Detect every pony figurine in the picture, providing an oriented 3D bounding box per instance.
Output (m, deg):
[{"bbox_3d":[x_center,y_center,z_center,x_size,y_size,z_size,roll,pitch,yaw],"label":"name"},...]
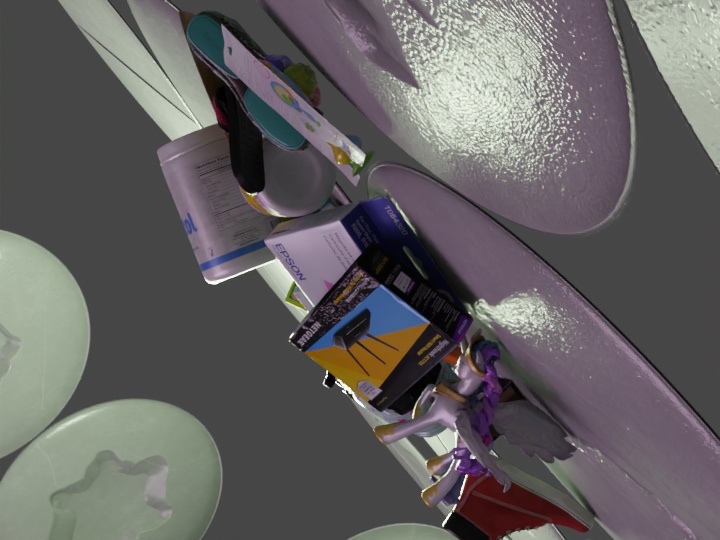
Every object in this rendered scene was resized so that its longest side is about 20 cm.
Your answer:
[{"bbox_3d":[0.131,0.190,1.525,0.166,0.200,0.193,-10,-124,-50],"label":"pony figurine"}]

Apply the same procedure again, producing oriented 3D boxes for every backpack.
[{"bbox_3d":[0.062,0.149,1.868,0.127,0.167,0.200,36,-179,-43],"label":"backpack"}]

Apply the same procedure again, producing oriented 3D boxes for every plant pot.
[{"bbox_3d":[-0.181,-0.238,1.630,0.200,0.027,0.200,-21,-90,-90],"label":"plant pot"}]

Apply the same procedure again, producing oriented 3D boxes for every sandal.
[{"bbox_3d":[-0.148,-0.177,1.514,0.075,0.045,0.200,35,-136,-52],"label":"sandal"}]

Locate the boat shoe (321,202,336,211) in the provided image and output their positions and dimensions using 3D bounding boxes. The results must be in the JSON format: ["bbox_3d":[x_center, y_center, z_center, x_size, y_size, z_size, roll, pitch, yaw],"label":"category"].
[{"bbox_3d":[0.000,0.000,1.764,0.200,0.066,0.072,53,172,-15],"label":"boat shoe"}]

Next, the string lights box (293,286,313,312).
[{"bbox_3d":[0.009,0.040,1.675,0.200,0.059,0.103,-9,123,54],"label":"string lights box"}]

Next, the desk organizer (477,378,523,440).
[{"bbox_3d":[0.170,0.192,1.697,0.077,0.072,0.200,49,172,-5],"label":"desk organizer"}]

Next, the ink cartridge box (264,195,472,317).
[{"bbox_3d":[0.007,0.012,1.544,0.200,0.043,0.196,-12,121,48],"label":"ink cartridge box"}]

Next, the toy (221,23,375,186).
[{"bbox_3d":[-0.060,-0.182,1.348,0.200,0.047,0.115,46,168,6],"label":"toy"}]

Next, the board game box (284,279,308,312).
[{"bbox_3d":[-0.043,0.048,1.971,0.101,0.048,0.200,24,-179,9],"label":"board game box"}]

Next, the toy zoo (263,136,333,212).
[{"bbox_3d":[-0.078,-0.113,1.838,0.200,0.020,0.131,53,172,-17],"label":"toy zoo"}]

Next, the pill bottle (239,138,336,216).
[{"bbox_3d":[-0.098,-0.120,1.626,0.104,0.104,0.200,52,172,-10],"label":"pill bottle"}]

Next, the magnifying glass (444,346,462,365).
[{"bbox_3d":[0.087,0.097,1.750,0.200,0.080,0.022,22,151,51],"label":"magnifying glass"}]

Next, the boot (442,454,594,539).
[{"bbox_3d":[0.214,0.350,1.758,0.200,0.144,0.072,27,174,-15],"label":"boot"}]

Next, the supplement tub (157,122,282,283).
[{"bbox_3d":[-0.187,-0.094,1.770,0.132,0.132,0.200,163,85,-81],"label":"supplement tub"}]

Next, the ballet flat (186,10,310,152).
[{"bbox_3d":[-0.115,-0.219,1.467,0.200,0.074,0.074,51,172,4],"label":"ballet flat"}]

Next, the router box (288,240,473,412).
[{"bbox_3d":[0.021,0.070,1.517,0.149,0.051,0.200,38,141,-3],"label":"router box"}]

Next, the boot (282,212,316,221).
[{"bbox_3d":[-0.093,-0.058,1.829,0.200,0.075,0.074,57,175,-19],"label":"boot"}]
